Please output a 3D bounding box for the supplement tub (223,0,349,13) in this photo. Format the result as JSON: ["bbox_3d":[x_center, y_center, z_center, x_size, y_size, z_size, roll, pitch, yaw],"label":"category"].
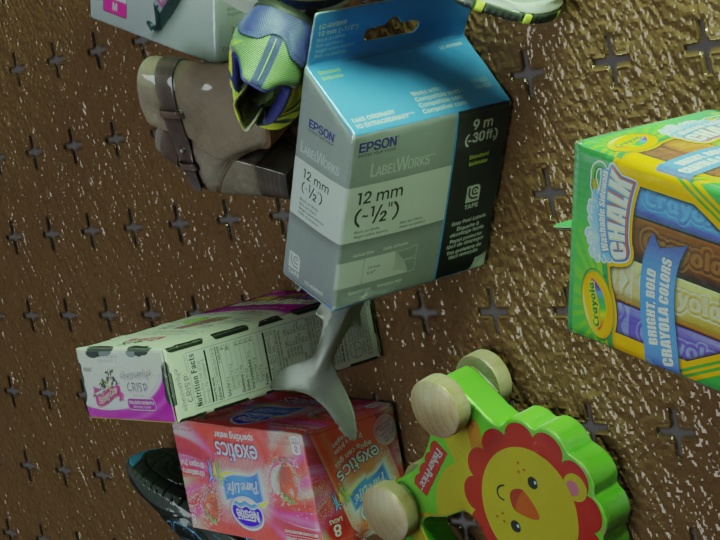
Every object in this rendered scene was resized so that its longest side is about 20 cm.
[{"bbox_3d":[-0.036,-0.289,1.359,0.145,0.145,0.200,56,141,24],"label":"supplement tub"}]

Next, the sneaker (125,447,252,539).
[{"bbox_3d":[-0.150,0.229,1.769,0.200,0.073,0.082,33,128,43],"label":"sneaker"}]

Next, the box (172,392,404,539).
[{"bbox_3d":[-0.059,0.163,1.602,0.200,0.094,0.103,1,104,53],"label":"box"}]

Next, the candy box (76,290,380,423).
[{"bbox_3d":[-0.103,0.066,1.535,0.136,0.199,0.061,-3,100,54],"label":"candy box"}]

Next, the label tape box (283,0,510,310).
[{"bbox_3d":[0.029,-0.085,1.347,0.066,0.143,0.201,38,131,40],"label":"label tape box"}]

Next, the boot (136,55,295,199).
[{"bbox_3d":[-0.112,-0.141,1.551,0.146,0.070,0.201,24,133,23],"label":"boot"}]

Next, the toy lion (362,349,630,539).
[{"bbox_3d":[0.107,0.171,1.418,0.192,0.069,0.200,46,136,23],"label":"toy lion"}]

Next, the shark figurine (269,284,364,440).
[{"bbox_3d":[0.005,0.006,1.451,0.128,0.089,0.215,-52,25,44],"label":"shark figurine"}]

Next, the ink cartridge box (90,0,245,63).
[{"bbox_3d":[-0.162,-0.279,1.622,0.200,0.043,0.174,25,124,47],"label":"ink cartridge box"}]

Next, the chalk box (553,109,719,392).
[{"bbox_3d":[0.204,-0.018,1.152,0.200,0.124,0.125,24,121,46],"label":"chalk box"}]

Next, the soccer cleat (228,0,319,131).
[{"bbox_3d":[-0.072,-0.131,1.377,0.064,0.084,0.200,24,166,-1],"label":"soccer cleat"}]

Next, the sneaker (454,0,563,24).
[{"bbox_3d":[0.043,-0.224,1.279,0.075,0.199,0.077,-85,10,-70],"label":"sneaker"}]
